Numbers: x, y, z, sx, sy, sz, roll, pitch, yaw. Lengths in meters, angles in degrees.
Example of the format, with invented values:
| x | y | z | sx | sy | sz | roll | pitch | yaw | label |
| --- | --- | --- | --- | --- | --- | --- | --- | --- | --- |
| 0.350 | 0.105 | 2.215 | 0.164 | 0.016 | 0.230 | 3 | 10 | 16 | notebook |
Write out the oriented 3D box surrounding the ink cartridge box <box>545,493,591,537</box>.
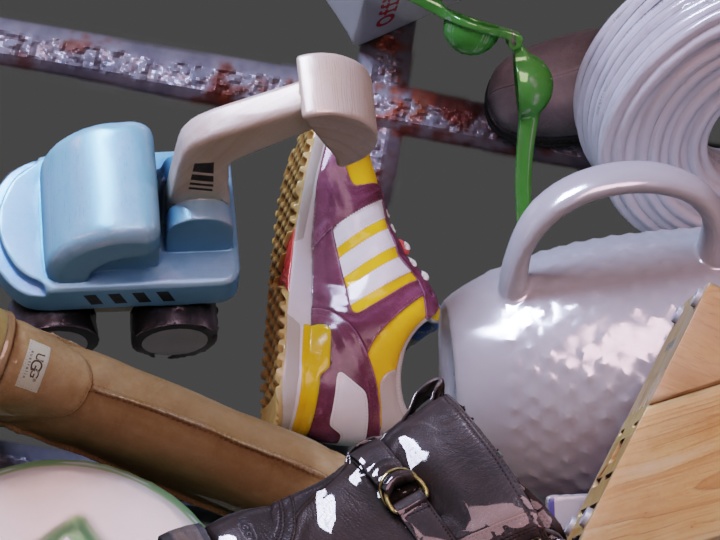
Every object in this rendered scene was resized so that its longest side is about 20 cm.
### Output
| x | y | z | sx | sy | sz | roll | pitch | yaw | label |
| --- | --- | --- | --- | --- | --- | --- | --- | --- | --- |
| 0.190 | 0.198 | 1.249 | 0.200 | 0.043 | 0.196 | -2 | 92 | -2 | ink cartridge box |

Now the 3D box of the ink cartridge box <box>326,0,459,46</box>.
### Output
| x | y | z | sx | sy | sz | roll | pitch | yaw | label |
| --- | --- | --- | --- | --- | --- | --- | --- | --- | --- |
| 0.069 | -0.226 | 1.445 | 0.200 | 0.145 | 0.083 | -25 | 72 | -16 | ink cartridge box |

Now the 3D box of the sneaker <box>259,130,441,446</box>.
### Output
| x | y | z | sx | sy | sz | roll | pitch | yaw | label |
| --- | --- | --- | --- | --- | --- | --- | --- | --- | --- |
| 0.000 | 0.000 | 1.374 | 0.090 | 0.075 | 0.200 | 10 | 70 | -10 | sneaker |

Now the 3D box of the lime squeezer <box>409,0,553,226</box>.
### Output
| x | y | z | sx | sy | sz | roll | pitch | yaw | label |
| --- | --- | --- | --- | --- | --- | --- | --- | --- | --- |
| 0.060 | -0.111 | 1.398 | 0.200 | 0.071 | 0.038 | 53 | 23 | -12 | lime squeezer |

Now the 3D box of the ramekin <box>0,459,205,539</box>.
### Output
| x | y | z | sx | sy | sz | roll | pitch | yaw | label |
| --- | --- | --- | --- | --- | --- | --- | --- | --- | --- |
| -0.147 | 0.190 | 1.244 | 0.200 | 0.098 | 0.200 | 2 | 64 | -5 | ramekin |

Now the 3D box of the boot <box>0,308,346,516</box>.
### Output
| x | y | z | sx | sy | sz | roll | pitch | yaw | label |
| --- | --- | --- | --- | --- | --- | --- | --- | --- | --- |
| -0.129 | 0.080 | 1.300 | 0.200 | 0.175 | 0.066 | 24 | 82 | -22 | boot |

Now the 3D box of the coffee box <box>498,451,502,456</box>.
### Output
| x | y | z | sx | sy | sz | roll | pitch | yaw | label |
| --- | --- | --- | --- | --- | --- | --- | --- | --- | --- |
| 0.001 | 0.181 | 1.252 | 0.044 | 0.123 | 0.200 | 27 | 66 | 6 | coffee box |

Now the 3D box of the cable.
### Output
| x | y | z | sx | sy | sz | roll | pitch | yaw | label |
| --- | --- | --- | --- | --- | --- | --- | --- | --- | --- |
| 0.217 | -0.085 | 1.363 | 0.200 | 0.200 | 0.069 | -32 | 40 | 21 | cable |

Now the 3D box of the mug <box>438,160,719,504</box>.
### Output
| x | y | z | sx | sy | sz | roll | pitch | yaw | label |
| --- | --- | --- | --- | --- | --- | --- | --- | --- | --- |
| 0.131 | 0.033 | 1.299 | 0.175 | 0.200 | 0.148 | -3 | 34 | -4 | mug |

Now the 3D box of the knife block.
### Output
| x | y | z | sx | sy | sz | roll | pitch | yaw | label |
| --- | --- | --- | --- | --- | --- | --- | --- | --- | --- |
| 0.212 | 0.090 | 1.198 | 0.176 | 0.064 | 0.200 | 28 | 80 | 2 | knife block |

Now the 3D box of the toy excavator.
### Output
| x | y | z | sx | sy | sz | roll | pitch | yaw | label |
| --- | --- | --- | --- | --- | --- | --- | --- | --- | --- |
| -0.094 | -0.039 | 1.304 | 0.194 | 0.200 | 0.100 | -3 | 65 | -6 | toy excavator |

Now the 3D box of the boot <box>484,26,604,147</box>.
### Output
| x | y | z | sx | sy | sz | roll | pitch | yaw | label |
| --- | --- | --- | --- | --- | --- | --- | --- | --- | --- |
| 0.163 | -0.138 | 1.410 | 0.200 | 0.132 | 0.070 | -15 | 65 | -2 | boot |

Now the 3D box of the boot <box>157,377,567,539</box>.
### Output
| x | y | z | sx | sy | sz | roll | pitch | yaw | label |
| --- | --- | --- | --- | --- | --- | --- | --- | --- | --- |
| 0.018 | 0.156 | 1.161 | 0.174 | 0.069 | 0.200 | -22 | 65 | -14 | boot |
